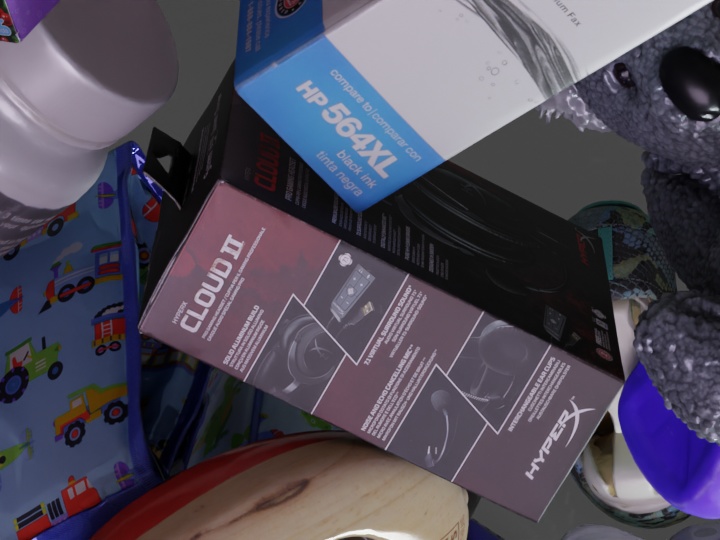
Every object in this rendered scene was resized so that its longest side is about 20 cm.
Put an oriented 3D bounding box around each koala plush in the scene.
[{"bbox_3d":[0.151,-0.068,1.223,0.177,0.184,0.200,-40,98,19],"label":"koala plush"}]

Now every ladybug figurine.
[{"bbox_3d":[-0.046,0.124,1.202,0.199,0.072,0.136,-22,134,-27],"label":"ladybug figurine"}]

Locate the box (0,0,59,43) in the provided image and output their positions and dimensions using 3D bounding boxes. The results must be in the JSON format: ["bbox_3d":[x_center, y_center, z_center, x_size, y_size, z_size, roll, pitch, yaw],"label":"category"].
[{"bbox_3d":[-0.217,-0.163,1.151,0.199,0.039,0.137,11,137,31],"label":"box"}]

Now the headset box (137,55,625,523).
[{"bbox_3d":[0.000,0.000,1.222,0.199,0.149,0.077,28,110,-10],"label":"headset box"}]

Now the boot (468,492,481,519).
[{"bbox_3d":[-0.016,0.131,1.424,0.074,0.075,0.200,34,98,-36],"label":"boot"}]

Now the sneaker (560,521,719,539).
[{"bbox_3d":[0.144,0.167,1.382,0.199,0.099,0.078,-8,121,-41],"label":"sneaker"}]

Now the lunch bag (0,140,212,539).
[{"bbox_3d":[-0.139,0.064,1.290,0.150,0.200,0.094,-28,124,23],"label":"lunch bag"}]

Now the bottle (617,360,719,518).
[{"bbox_3d":[0.209,0.070,1.333,0.199,0.084,0.065,4,130,-37],"label":"bottle"}]

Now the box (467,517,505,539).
[{"bbox_3d":[0.019,0.252,1.435,0.184,0.201,0.105,-32,133,24],"label":"box"}]

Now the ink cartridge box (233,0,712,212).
[{"bbox_3d":[0.054,-0.135,1.154,0.200,0.146,0.084,-29,123,24],"label":"ink cartridge box"}]

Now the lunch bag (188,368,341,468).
[{"bbox_3d":[-0.068,0.121,1.362,0.082,0.161,0.200,30,127,-18],"label":"lunch bag"}]

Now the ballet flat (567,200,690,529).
[{"bbox_3d":[0.119,0.062,1.368,0.074,0.074,0.200,-9,129,9],"label":"ballet flat"}]

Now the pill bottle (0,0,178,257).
[{"bbox_3d":[-0.177,-0.054,1.250,0.200,0.113,0.113,-35,121,27],"label":"pill bottle"}]
